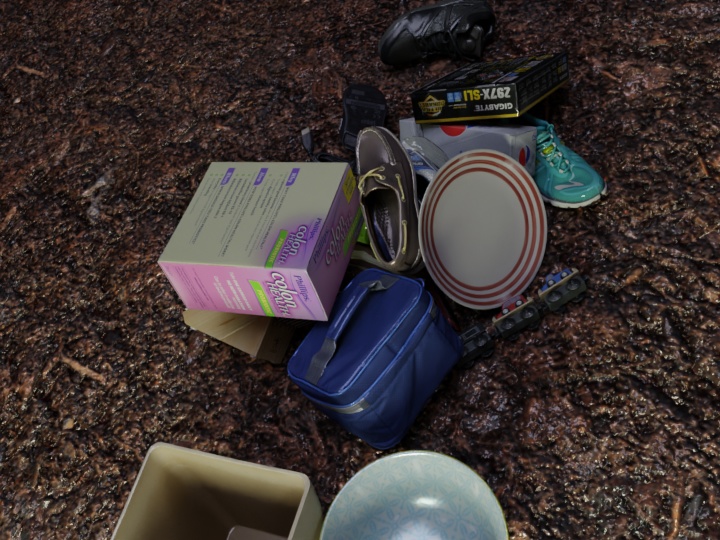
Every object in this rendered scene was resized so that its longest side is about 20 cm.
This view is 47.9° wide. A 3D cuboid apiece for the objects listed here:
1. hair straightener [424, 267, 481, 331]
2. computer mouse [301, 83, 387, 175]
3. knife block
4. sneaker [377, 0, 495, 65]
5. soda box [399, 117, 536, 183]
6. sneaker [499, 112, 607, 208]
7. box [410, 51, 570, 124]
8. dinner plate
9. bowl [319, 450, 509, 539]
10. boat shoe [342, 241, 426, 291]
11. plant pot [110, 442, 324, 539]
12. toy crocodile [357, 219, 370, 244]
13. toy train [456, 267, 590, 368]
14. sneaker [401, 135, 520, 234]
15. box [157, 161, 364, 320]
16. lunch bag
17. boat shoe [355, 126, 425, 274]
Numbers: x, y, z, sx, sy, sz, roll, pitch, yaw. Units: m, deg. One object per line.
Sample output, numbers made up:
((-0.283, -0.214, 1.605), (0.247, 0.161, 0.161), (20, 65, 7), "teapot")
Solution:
((0.116, -0.012, 1.091), (0.077, 0.041, 0.200), (-37, 45, 13), "hair straightener")
((-0.025, -0.211, 1.255), (0.140, 0.046, 0.201), (3, 54, -12), "computer mouse")
((-0.129, 0.028, 1.114), (0.199, 0.064, 0.176), (19, 85, 32), "knife block")
((0.128, -0.376, 1.311), (0.199, 0.076, 0.114), (-22, 45, 0), "sneaker")
((0.146, -0.173, 1.133), (0.063, 0.069, 0.199), (-20, 27, -40), "soda box")
((0.252, -0.157, 1.109), (0.077, 0.080, 0.200), (-36, 52, -6), "sneaker")
((0.187, -0.260, 1.150), (0.159, 0.050, 0.200), (4, 26, 33), "box")
((0.153, -0.052, 1.023), (0.200, 0.200, 0.024), (-52, 24, -16), "dinner plate")
((0.066, 0.303, 0.851), (0.199, 0.108, 0.201), (-11, 53, 15), "bowl")
((0.004, 0.000, 1.112), (0.202, 0.075, 0.075), (25, 103, 41), "boat shoe")
((-0.140, 0.326, 0.873), (0.199, 0.177, 0.201), (5, 60, 24), "plant pot")
((0.048, -0.100, 1.138), (0.067, 0.062, 0.200), (11, 32, 25), "toy crocodile")
((0.197, 0.056, 1.017), (0.199, 0.034, 0.046), (-31, 41, 0), "toy train")
((0.120, -0.088, 1.073), (0.199, 0.077, 0.085), (32, 49, -1), "sneaker")
((-0.117, -0.041, 1.014), (0.199, 0.097, 0.176), (3, 51, 21), "box")
((0.019, 0.092, 0.980), (0.136, 0.132, 0.200), (15, 62, 49), "lunch bag")
((0.030, -0.093, 1.008), (0.072, 0.059, 0.201), (-21, 73, 29), "boat shoe")
